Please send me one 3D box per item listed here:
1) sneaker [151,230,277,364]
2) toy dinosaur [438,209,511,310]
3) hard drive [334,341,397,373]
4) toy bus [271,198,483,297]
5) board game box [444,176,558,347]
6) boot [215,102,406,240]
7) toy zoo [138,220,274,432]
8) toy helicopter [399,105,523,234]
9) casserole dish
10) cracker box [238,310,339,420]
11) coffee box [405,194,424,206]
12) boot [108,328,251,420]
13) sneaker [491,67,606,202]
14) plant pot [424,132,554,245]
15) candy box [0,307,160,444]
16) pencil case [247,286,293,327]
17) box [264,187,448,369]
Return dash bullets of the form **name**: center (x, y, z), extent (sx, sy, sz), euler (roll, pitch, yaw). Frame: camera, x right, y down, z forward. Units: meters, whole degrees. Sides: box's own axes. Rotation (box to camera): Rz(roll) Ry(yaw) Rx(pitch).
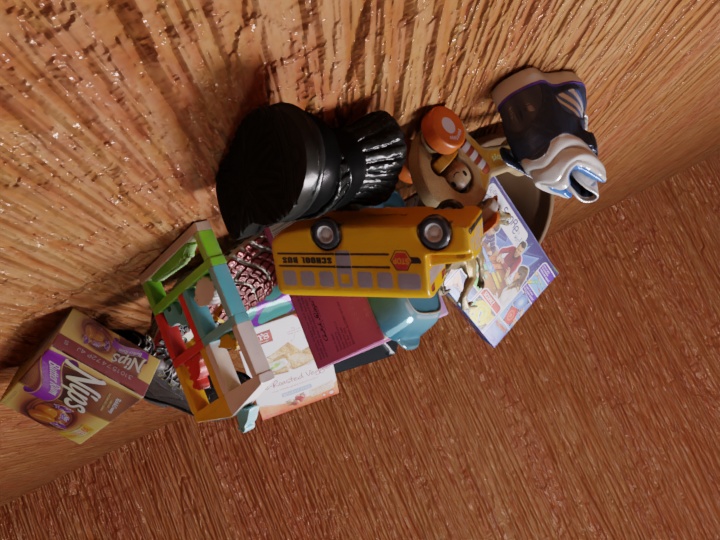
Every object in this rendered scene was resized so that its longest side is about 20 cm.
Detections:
- **sneaker**: center (-0.170, 0.014, 0.813), extent (0.199, 0.082, 0.078), euler (-40, 137, -1)
- **toy dinosaur**: center (0.111, -0.014, 0.779), extent (0.057, 0.103, 0.199), euler (15, -152, 24)
- **hard drive**: center (-0.050, 0.078, 1.103), extent (0.138, 0.201, 0.033), euler (-21, -148, 33)
- **toy bus**: center (0.016, -0.020, 0.662), extent (0.196, 0.080, 0.065), euler (1, -161, 22)
- **board game box**: center (0.160, -0.011, 0.885), extent (0.136, 0.200, 0.034), euler (-46, -144, -5)
- **boot**: center (-0.022, -0.087, 0.558), extent (0.155, 0.081, 0.210), euler (-16, -177, -24)
- **toy zoo**: center (-0.156, 0.070, 0.714), extent (0.020, 0.203, 0.130), euler (-15, 167, -48)
- **toy helicopter**: center (0.132, -0.105, 0.754), extent (0.198, 0.134, 0.079), euler (-19, 169, -40)
- **casserole dish**: center (0.036, -0.016, 0.760), extent (0.038, 0.204, 0.120), euler (-24, 167, 27)
- **cracker box**: center (-0.113, 0.127, 1.064), extent (0.131, 0.058, 0.203), euler (-18, 132, -9)
- **coffee box**: center (0.074, -0.036, 1.056), extent (0.197, 0.116, 0.080), euler (-29, 171, 16)
- **boot**: center (-0.247, 0.130, 0.897), extent (0.195, 0.071, 0.175), euler (2, 152, 11)
- **sneaker**: center (0.223, -0.139, 0.773), extent (0.080, 0.149, 0.198), euler (-30, 170, 33)
- **plant pot**: center (0.154, -0.087, 0.926), extent (0.198, 0.205, 0.093), euler (-23, -148, -18)
- **candy box**: center (-0.334, 0.131, 0.824), extent (0.199, 0.116, 0.057), euler (-32, -150, 42)
- **pencil case**: center (-0.142, 0.035, 0.939), extent (0.197, 0.086, 0.093), euler (-22, 155, -22)
- **box**: center (0.000, 0.000, 0.830), extent (0.095, 0.179, 0.199), euler (-26, 173, 27)
